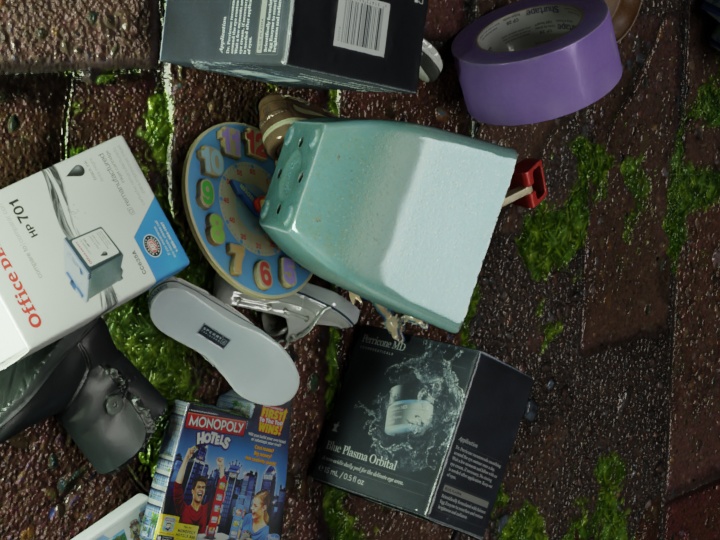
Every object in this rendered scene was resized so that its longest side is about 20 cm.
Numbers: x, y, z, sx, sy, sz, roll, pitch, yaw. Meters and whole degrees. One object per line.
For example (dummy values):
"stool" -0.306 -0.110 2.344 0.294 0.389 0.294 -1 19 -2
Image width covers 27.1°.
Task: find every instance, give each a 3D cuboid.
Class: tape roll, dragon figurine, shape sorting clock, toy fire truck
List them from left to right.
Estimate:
"shape sorting clock" -0.113 -0.066 1.615 0.199 0.039 0.201 28 49 -38
"dragon figurine" 0.000 0.000 1.744 0.059 0.200 0.099 -41 160 3
"toy fire truck" 0.118 -0.080 1.820 0.200 0.140 0.049 -34 121 -37
"tape roll" 0.217 -0.262 1.846 0.200 0.199 0.085 -40 124 -34

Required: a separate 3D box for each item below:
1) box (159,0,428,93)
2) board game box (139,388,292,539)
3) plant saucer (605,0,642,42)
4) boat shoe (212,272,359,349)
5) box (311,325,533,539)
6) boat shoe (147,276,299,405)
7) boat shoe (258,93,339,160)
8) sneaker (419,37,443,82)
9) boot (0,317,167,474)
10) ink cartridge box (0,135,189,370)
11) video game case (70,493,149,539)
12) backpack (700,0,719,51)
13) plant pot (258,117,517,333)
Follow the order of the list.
"box" -0.068 -0.255 1.549 0.196 0.199 0.118 5 94 -46
"board game box" -0.150 0.206 1.648 0.199 0.061 0.201 22 79 -48
"plant saucer" 0.323 -0.407 2.049 0.199 0.034 0.202 -13 108 -44
"boat shoe" -0.086 0.050 1.682 0.201 0.074 0.087 24 80 -43
"box" 0.072 0.188 1.774 0.117 0.196 0.201 28 77 -44
"boat shoe" -0.144 0.068 1.602 0.074 0.065 0.200 -43 117 7
"boat shoe" -0.043 -0.155 1.686 0.202 0.075 0.075 20 41 -58
"sneaker" 0.017 -0.265 1.743 0.200 0.074 0.080 30 91 -41
"boot" -0.289 0.147 1.485 0.200 0.076 0.169 -52 127 -34
"ink cartridge box" -0.285 -0.019 1.420 0.200 0.086 0.147 -32 95 -40
"video game case" -0.279 0.363 1.581 0.200 0.022 0.183 -32 119 -37
"backpack" 0.614 -0.376 2.256 0.199 0.183 0.148 14 108 -37
"plant pot" 0.011 -0.067 1.560 0.199 0.196 0.197 18 90 -21
